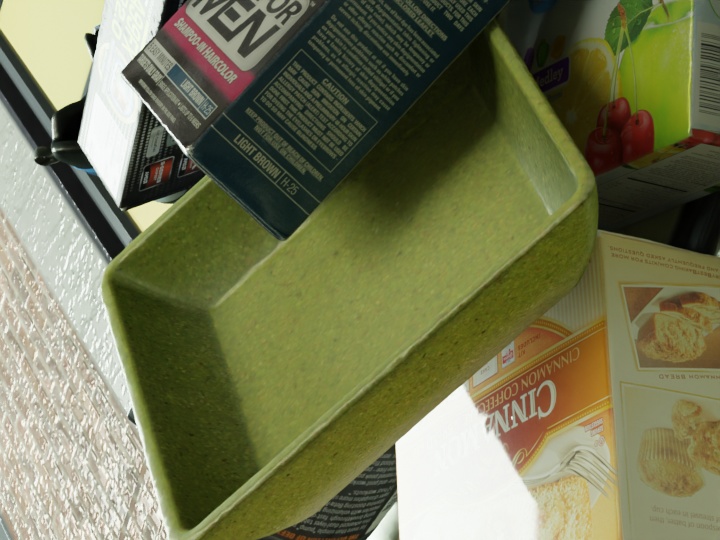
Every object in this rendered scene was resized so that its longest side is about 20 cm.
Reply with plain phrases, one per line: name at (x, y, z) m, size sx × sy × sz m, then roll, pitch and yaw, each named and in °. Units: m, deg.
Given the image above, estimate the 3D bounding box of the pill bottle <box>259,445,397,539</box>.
pill bottle at (-0.016, 0.056, 1.216) m, size 0.200 × 0.106 × 0.107 m, roll -57°, pitch 34°, yaw 38°

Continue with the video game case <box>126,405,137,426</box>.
video game case at (-0.024, -0.023, 1.251) m, size 0.019 × 0.143 × 0.200 m, roll 41°, pitch 129°, yaw 9°

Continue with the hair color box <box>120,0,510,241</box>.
hair color box at (0.005, -0.116, 1.072) m, size 0.200 × 0.061 × 0.100 m, roll -47°, pitch 30°, yaw 2°

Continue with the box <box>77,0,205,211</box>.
box at (-0.031, -0.123, 1.197) m, size 0.044 × 0.160 × 0.200 m, roll 56°, pitch 150°, yaw 25°

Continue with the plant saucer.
plant saucer at (0.000, 0.000, 1.053) m, size 0.200 × 0.048 × 0.200 m, roll -41°, pitch 31°, yaw 11°

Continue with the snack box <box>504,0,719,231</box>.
snack box at (0.111, -0.126, 1.085) m, size 0.142 × 0.053 × 0.201 m, roll -21°, pitch 62°, yaw 59°

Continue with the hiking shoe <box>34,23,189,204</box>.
hiking shoe at (-0.098, -0.118, 1.464) m, size 0.201 × 0.086 × 0.075 m, roll -62°, pitch 31°, yaw 32°

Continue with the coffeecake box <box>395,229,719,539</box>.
coffeecake box at (0.081, 0.110, 1.037) m, size 0.153 × 0.073 × 0.201 m, roll -36°, pitch 50°, yaw 52°
